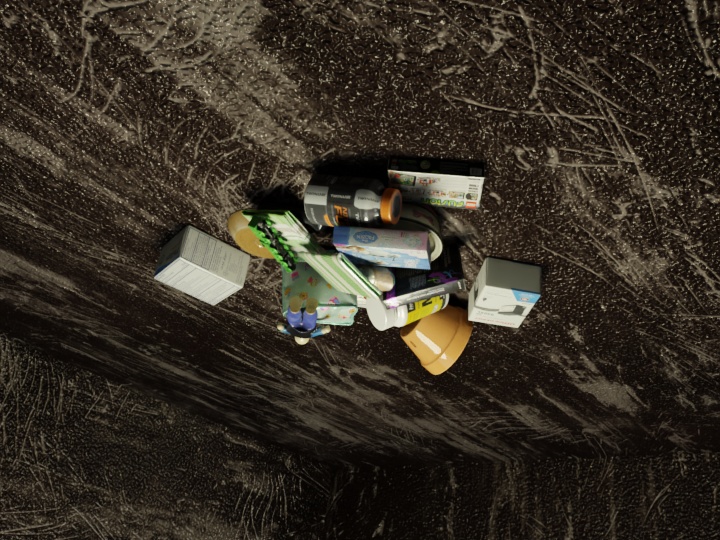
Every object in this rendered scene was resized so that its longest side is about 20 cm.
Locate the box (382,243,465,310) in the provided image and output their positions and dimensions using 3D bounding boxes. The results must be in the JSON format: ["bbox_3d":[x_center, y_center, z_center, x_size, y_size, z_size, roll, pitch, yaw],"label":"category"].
[{"bbox_3d":[0.148,0.013,1.456,0.194,0.145,0.037,-16,124,15],"label":"box"}]

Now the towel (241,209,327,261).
[{"bbox_3d":[-0.178,-0.077,1.459,0.145,0.031,0.200,3,152,33],"label":"towel"}]

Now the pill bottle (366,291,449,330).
[{"bbox_3d":[0.118,0.073,1.551,0.195,0.117,0.115,-20,164,-27],"label":"pill bottle"}]

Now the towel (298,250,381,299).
[{"bbox_3d":[-0.048,0.006,1.405,0.152,0.024,0.198,43,164,-25],"label":"towel"}]

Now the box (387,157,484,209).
[{"bbox_3d":[0.154,-0.179,1.271,0.193,0.036,0.111,6,151,7],"label":"box"}]

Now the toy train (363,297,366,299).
[{"bbox_3d":[0.058,-0.013,1.564,0.112,0.087,0.203,-6,144,-5],"label":"toy train"}]

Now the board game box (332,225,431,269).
[{"bbox_3d":[0.053,-0.047,1.313,0.192,0.045,0.200,4,170,10],"label":"board game box"}]

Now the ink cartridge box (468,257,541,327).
[{"bbox_3d":[0.367,0.061,1.579,0.140,0.086,0.202,9,151,1],"label":"ink cartridge box"}]

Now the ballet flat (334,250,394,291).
[{"bbox_3d":[0.000,0.000,1.460,0.066,0.070,0.198,-13,-151,-35],"label":"ballet flat"}]

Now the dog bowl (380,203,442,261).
[{"bbox_3d":[0.095,-0.091,1.405,0.193,0.076,0.202,8,152,4],"label":"dog bowl"}]

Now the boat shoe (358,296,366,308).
[{"bbox_3d":[-0.009,0.062,1.729,0.193,0.072,0.072,9,125,10],"label":"boat shoe"}]

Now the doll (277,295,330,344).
[{"bbox_3d":[-0.139,0.133,1.511,0.131,0.050,0.202,6,149,-6],"label":"doll"}]

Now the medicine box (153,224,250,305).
[{"bbox_3d":[-0.433,-0.010,1.679,0.197,0.106,0.180,29,146,-30],"label":"medicine box"}]

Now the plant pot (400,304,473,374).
[{"bbox_3d":[0.204,0.167,1.725,0.138,0.203,0.200,34,146,-12],"label":"plant pot"}]

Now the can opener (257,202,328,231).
[{"bbox_3d":[-0.143,-0.135,1.432,0.193,0.082,0.063,6,-170,13],"label":"can opener"}]

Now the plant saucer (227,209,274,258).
[{"bbox_3d":[-0.248,-0.083,1.564,0.193,0.036,0.202,8,151,4],"label":"plant saucer"}]

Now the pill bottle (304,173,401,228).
[{"bbox_3d":[-0.013,-0.142,1.282,0.194,0.109,0.107,8,154,25],"label":"pill bottle"}]

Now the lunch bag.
[{"bbox_3d":[-0.108,0.042,1.579,0.193,0.176,0.123,1,153,-8],"label":"lunch bag"}]

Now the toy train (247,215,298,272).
[{"bbox_3d":[-0.205,-0.060,1.448,0.055,0.042,0.201,21,158,29],"label":"toy train"}]
